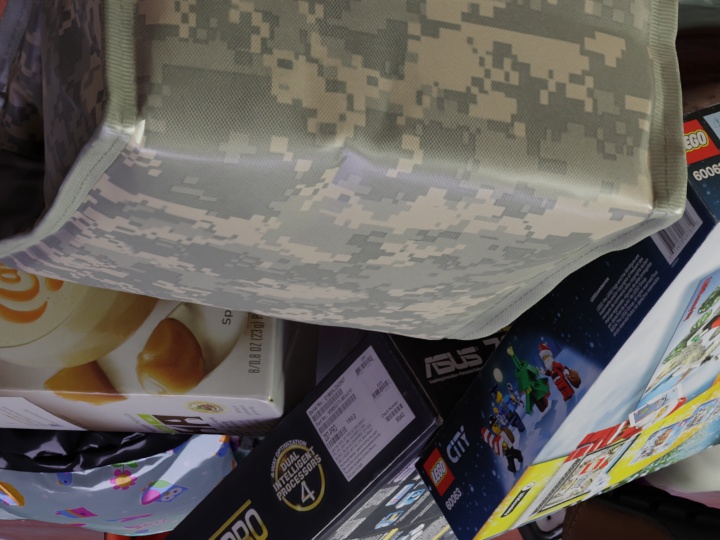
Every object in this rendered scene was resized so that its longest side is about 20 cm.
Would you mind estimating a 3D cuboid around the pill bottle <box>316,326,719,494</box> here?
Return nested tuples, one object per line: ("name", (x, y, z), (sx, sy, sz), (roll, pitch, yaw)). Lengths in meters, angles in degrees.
("pill bottle", (0.075, 0.047, 1.075), (0.199, 0.113, 0.112), (-8, 163, 39))

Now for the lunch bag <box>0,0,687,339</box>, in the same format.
("lunch bag", (-0.020, -0.045, 0.702), (0.163, 0.118, 0.200), (7, 162, -19))

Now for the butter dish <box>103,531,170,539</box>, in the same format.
("butter dish", (-0.024, 0.139, 1.258), (0.147, 0.201, 0.199), (-26, 143, 32))

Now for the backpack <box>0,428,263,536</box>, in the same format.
("backpack", (-0.106, 0.054, 1.126), (0.166, 0.128, 0.200), (-3, 169, 14))

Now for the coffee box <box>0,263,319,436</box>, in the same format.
("coffee box", (-0.118, -0.001, 0.920), (0.199, 0.115, 0.080), (0, 168, 11))

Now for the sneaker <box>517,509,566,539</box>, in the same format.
("sneaker", (0.059, 0.078, 1.203), (0.199, 0.116, 0.076), (1, 167, 13))

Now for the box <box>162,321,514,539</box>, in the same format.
("box", (0.009, 0.085, 0.948), (0.161, 0.049, 0.200), (-8, 149, -49))

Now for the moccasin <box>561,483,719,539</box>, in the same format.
("moccasin", (0.151, 0.136, 0.930), (0.073, 0.078, 0.201), (5, -176, -45))

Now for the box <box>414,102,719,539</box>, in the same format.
("box", (0.113, 0.009, 0.799), (0.136, 0.038, 0.200), (-19, 155, -33))
